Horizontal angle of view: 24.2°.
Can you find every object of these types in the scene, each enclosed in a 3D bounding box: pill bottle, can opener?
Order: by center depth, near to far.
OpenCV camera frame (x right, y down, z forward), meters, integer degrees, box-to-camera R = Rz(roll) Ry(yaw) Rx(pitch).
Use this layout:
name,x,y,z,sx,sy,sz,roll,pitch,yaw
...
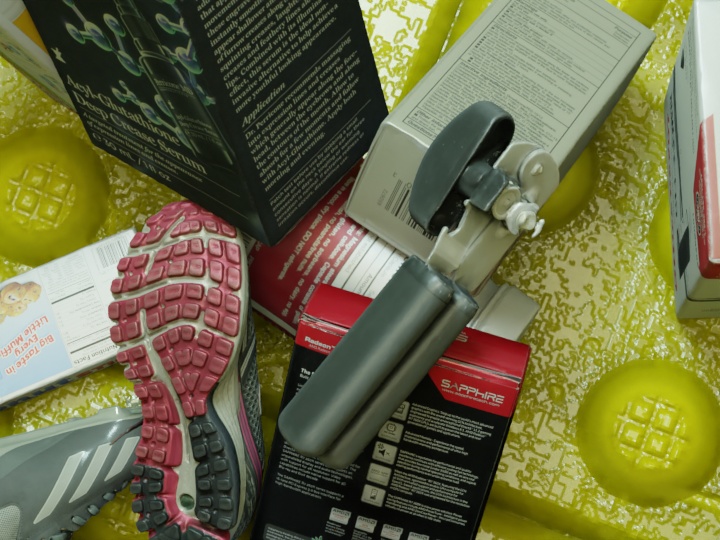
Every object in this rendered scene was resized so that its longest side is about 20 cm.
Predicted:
name,x,y,z,sx,sy,sz,roll,pitch,yaw
can opener,0.029,0.010,0.854,0.066,0.053,0.200,38,94,39
pill bottle,0.000,0.000,0.986,0.200,0.113,0.113,35,83,7

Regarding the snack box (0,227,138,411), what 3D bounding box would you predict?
name,x,y,z,sx,sy,sz,roll,pitch,yaw
snack box,-0.217,0.045,1.033,0.200,0.024,0.072,-23,80,-1

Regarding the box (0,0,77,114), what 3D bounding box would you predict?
name,x,y,z,sx,sy,sz,roll,pitch,yaw
box,-0.166,-0.165,0.970,0.101,0.200,0.113,31,84,32

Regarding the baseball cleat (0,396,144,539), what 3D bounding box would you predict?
name,x,y,z,sx,sy,sz,roll,pitch,yaw
baseball cleat,-0.172,0.133,0.972,0.200,0.070,0.107,-10,84,-26

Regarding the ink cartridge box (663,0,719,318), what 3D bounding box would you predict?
name,x,y,z,sx,sy,sz,roll,pitch,yaw
ink cartridge box,0.222,-0.057,0.943,0.084,0.200,0.145,-2,80,6

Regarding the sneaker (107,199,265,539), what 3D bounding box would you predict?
name,x,y,z,sx,sy,sz,roll,pitch,yaw
sneaker,-0.093,0.059,0.945,0.080,0.075,0.201,4,97,18

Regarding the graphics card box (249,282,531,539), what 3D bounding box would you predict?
name,x,y,z,sx,sy,sz,roll,pitch,yaw
graphics card box,0.011,0.114,0.942,0.125,0.051,0.200,16,119,5

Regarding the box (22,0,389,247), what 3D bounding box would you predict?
name,x,y,z,sx,sy,sz,roll,pitch,yaw
box,-0.086,-0.135,0.868,0.148,0.200,0.107,29,64,32

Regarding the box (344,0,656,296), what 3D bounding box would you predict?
name,x,y,z,sx,sy,sz,roll,pitch,yaw
box,0.084,-0.087,0.964,0.095,0.078,0.200,34,47,8
